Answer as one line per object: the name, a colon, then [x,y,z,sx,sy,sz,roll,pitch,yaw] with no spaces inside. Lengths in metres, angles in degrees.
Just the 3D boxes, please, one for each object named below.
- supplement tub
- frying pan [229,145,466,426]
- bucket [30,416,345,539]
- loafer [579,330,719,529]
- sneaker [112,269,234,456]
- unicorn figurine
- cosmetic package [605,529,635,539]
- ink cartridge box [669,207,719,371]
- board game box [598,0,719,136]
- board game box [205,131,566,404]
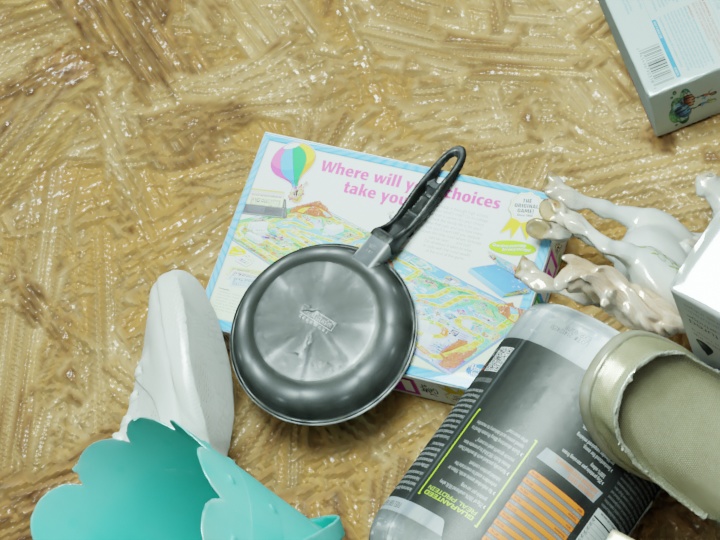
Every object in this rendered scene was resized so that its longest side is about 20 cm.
supplement tub: [0.087,0.128,1.354,0.122,0.123,0.200,32,76,24]
frying pan: [0.007,0.014,1.443,0.190,0.031,0.115,-34,64,0]
bucket: [-0.095,0.191,1.286,0.207,0.135,0.208,-37,34,30]
loafer: [0.198,0.099,1.302,0.068,0.200,0.076,15,72,58]
sneaker: [-0.120,0.101,1.432,0.088,0.075,0.201,-10,77,18]
unicorn figurine: [0.164,-0.014,1.400,0.137,0.074,0.200,20,39,1]
cosmetic package: [0.206,0.225,1.292,0.199,0.104,0.073,26,73,22]
ink cartridge box: [0.256,0.047,1.309,0.146,0.200,0.083,31,79,24]
board game box: [0.245,-0.188,1.497,0.199,0.064,0.148,-21,63,5]
board game box: [0.015,0.001,1.480,0.199,0.034,0.135,13,70,19]
